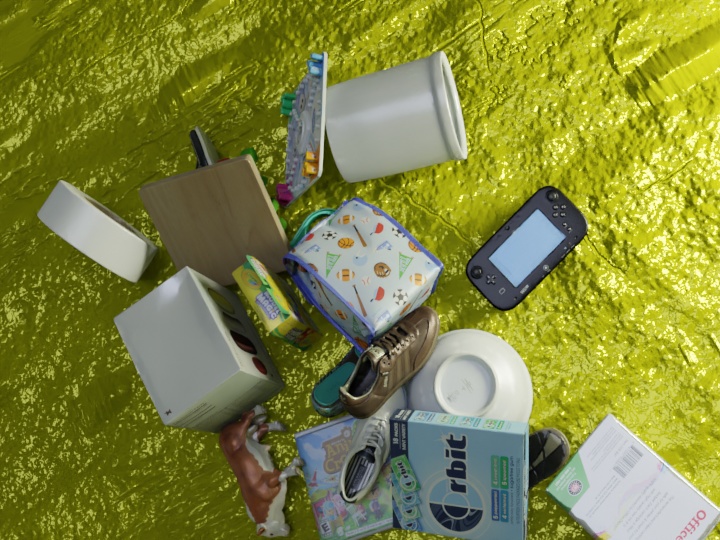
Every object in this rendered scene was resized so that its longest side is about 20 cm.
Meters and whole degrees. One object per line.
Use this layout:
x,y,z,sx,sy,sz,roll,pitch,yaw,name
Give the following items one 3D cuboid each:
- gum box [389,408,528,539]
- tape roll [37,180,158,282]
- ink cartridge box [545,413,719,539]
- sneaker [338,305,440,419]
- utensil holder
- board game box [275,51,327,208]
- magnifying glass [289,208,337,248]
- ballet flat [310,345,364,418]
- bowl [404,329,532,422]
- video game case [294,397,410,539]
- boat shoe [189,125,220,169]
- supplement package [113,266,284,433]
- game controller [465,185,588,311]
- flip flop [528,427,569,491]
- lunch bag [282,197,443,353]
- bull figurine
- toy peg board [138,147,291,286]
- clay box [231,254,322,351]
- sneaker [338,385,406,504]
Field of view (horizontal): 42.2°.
0.141,0.295,1.336,0.195,0.044,0.174,2,105,20,gum box
-0.439,-0.066,1.563,0.201,0.202,0.071,35,88,20,tape roll
0.381,0.325,1.307,0.199,0.087,0.146,41,90,22,ink cartridge box
0.044,0.129,1.373,0.070,0.076,0.201,32,80,33,sneaker
0.057,-0.238,1.487,0.196,0.170,0.174,-13,74,14,utensil holder
-0.100,-0.225,1.519,0.025,0.200,0.205,6,77,-19,board game box
-0.107,-0.032,1.559,0.198,0.022,0.081,-33,71,6,magnifying glass
0.002,0.157,1.456,0.198,0.075,0.074,-35,69,-20,ballet flat
0.158,0.178,1.391,0.196,0.091,0.206,-3,74,9,bowl
0.009,0.312,1.446,0.196,0.022,0.186,-20,73,10,video game case
-0.265,-0.154,1.605,0.066,0.072,0.204,-21,75,9,boat shoe
-0.248,0.130,1.465,0.146,0.200,0.193,-34,71,5,supplement package
0.259,-0.034,1.449,0.200,0.042,0.104,-45,70,2,game controller
0.223,0.289,1.366,0.199,0.057,0.082,-37,78,25,flip flop
0.000,0.000,1.448,0.200,0.124,0.170,42,65,13,lunch bag
-0.152,0.315,1.463,0.121,0.065,0.202,-39,69,11,bull figurine
-0.221,-0.090,1.519,0.195,0.203,0.099,-13,29,17,toy peg board
-0.132,0.052,1.451,0.047,0.200,0.116,-37,70,4,clay box
0.021,0.257,1.400,0.072,0.071,0.204,18,86,0,sneaker
